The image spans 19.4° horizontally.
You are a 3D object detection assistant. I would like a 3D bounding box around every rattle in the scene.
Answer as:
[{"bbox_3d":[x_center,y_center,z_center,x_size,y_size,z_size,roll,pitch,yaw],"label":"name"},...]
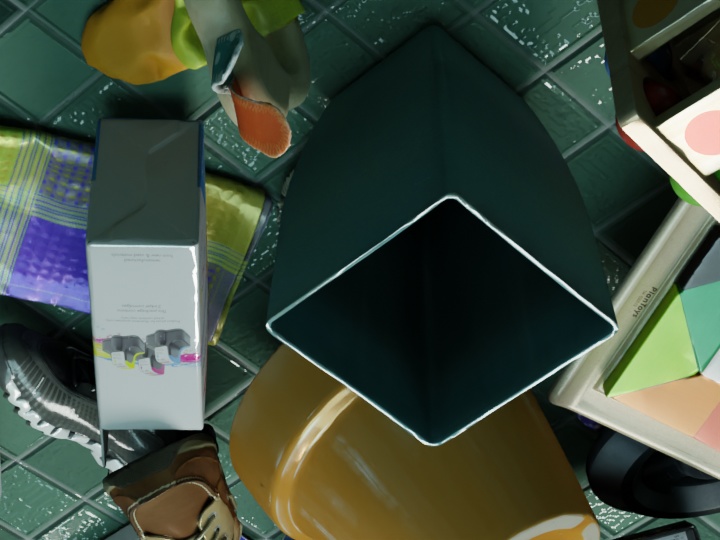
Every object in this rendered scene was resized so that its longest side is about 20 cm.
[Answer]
[{"bbox_3d":[-0.103,-0.112,1.151,0.143,0.200,0.130,-8,133,6],"label":"rattle"}]

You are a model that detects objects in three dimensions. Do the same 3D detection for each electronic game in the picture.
[{"bbox_3d":[0.252,0.114,1.454,0.200,0.042,0.200,-11,147,-8],"label":"electronic game"}]

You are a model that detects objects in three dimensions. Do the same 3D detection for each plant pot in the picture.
[{"bbox_3d":[0.048,0.132,1.327,0.200,0.183,0.200,-26,144,-20],"label":"plant pot"},{"bbox_3d":[0.044,-0.037,1.225,0.141,0.200,0.141,-35,125,28],"label":"plant pot"}]

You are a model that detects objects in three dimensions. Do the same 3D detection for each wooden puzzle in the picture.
[{"bbox_3d":[0.245,0.051,1.332,0.200,0.037,0.185,23,115,-18],"label":"wooden puzzle"}]

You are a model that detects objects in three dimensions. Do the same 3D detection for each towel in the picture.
[{"bbox_3d":[-0.166,-0.022,1.357,0.200,0.023,0.144,16,132,-16],"label":"towel"}]

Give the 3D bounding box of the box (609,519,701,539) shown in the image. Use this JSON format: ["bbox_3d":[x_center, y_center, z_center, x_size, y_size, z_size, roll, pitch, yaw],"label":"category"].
[{"bbox_3d":[0.136,0.219,1.437,0.200,0.048,0.158,-16,174,6],"label":"box"}]

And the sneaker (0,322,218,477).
[{"bbox_3d":[-0.167,0.086,1.432,0.090,0.066,0.200,-27,132,19],"label":"sneaker"}]

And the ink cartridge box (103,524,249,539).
[{"bbox_3d":[-0.176,0.245,1.600,0.200,0.037,0.095,-34,125,25],"label":"ink cartridge box"}]

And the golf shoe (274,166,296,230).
[{"bbox_3d":[0.000,0.000,1.362,0.097,0.078,0.200,-16,139,-11],"label":"golf shoe"}]

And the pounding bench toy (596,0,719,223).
[{"bbox_3d":[0.250,-0.097,1.224,0.156,0.124,0.200,-33,126,26],"label":"pounding bench toy"}]

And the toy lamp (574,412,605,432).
[{"bbox_3d":[0.202,0.032,1.393,0.058,0.058,0.200,19,129,-18],"label":"toy lamp"}]

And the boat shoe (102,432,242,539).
[{"bbox_3d":[-0.111,0.157,1.374,0.076,0.074,0.200,-27,166,0],"label":"boat shoe"}]

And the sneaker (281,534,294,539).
[{"bbox_3d":[0.038,0.171,1.502,0.200,0.077,0.111,-4,139,-3],"label":"sneaker"}]

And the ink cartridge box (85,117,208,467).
[{"bbox_3d":[-0.128,0.018,1.301,0.068,0.115,0.200,1,134,-2],"label":"ink cartridge box"}]
